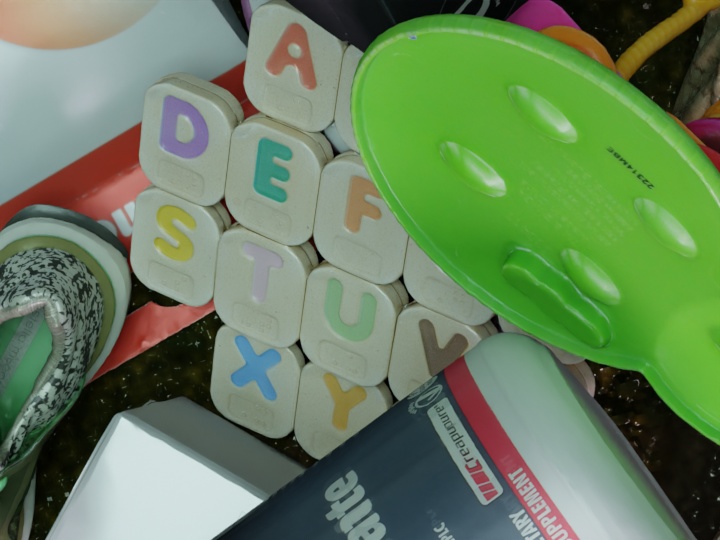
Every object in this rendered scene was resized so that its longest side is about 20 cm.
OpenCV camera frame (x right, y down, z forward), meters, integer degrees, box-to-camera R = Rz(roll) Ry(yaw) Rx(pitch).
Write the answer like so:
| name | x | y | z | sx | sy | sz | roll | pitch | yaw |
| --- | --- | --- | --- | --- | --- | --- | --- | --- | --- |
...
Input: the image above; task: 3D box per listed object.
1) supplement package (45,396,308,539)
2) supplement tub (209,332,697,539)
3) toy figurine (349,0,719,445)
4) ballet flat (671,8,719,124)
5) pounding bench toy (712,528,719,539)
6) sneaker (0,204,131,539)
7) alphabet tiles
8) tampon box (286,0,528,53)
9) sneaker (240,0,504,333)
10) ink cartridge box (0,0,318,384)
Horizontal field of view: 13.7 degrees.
| name | x | y | z | sx | sy | sz | roll | pitch | yaw |
| --- | --- | --- | --- | --- | --- | --- | --- | --- | --- |
| supplement package | -0.025 | 0.149 | 1.157 | 0.200 | 0.121 | 0.120 | 30 | 95 | 7 |
| supplement tub | 0.016 | 0.129 | 1.019 | 0.200 | 0.140 | 0.140 | -37 | 86 | 5 |
| toy figurine | 0.127 | -0.065 | 0.992 | 0.200 | 0.150 | 0.184 | 42 | 61 | -4 |
| ballet flat | 0.165 | -0.104 | 1.115 | 0.070 | 0.065 | 0.200 | -6 | 121 | -26 |
| pounding bench toy | 0.180 | 0.128 | 1.083 | 0.124 | 0.200 | 0.156 | 32 | 96 | 6 |
| sneaker | -0.157 | 0.072 | 1.183 | 0.077 | 0.089 | 0.200 | 23 | 104 | -1 |
| alphabet tiles | 0.000 | 0.000 | 1.143 | 0.200 | 0.015 | 0.196 | 24 | 127 | 20 |
| tampon box | 0.028 | -0.188 | 1.005 | 0.126 | 0.150 | 0.200 | 36 | 81 | 28 |
| sneaker | 0.038 | -0.055 | 1.166 | 0.088 | 0.080 | 0.200 | -44 | 90 | 1 |
| ink cartridge box | -0.121 | -0.064 | 1.202 | 0.162 | 0.050 | 0.200 | -30 | 84 | 10 |
